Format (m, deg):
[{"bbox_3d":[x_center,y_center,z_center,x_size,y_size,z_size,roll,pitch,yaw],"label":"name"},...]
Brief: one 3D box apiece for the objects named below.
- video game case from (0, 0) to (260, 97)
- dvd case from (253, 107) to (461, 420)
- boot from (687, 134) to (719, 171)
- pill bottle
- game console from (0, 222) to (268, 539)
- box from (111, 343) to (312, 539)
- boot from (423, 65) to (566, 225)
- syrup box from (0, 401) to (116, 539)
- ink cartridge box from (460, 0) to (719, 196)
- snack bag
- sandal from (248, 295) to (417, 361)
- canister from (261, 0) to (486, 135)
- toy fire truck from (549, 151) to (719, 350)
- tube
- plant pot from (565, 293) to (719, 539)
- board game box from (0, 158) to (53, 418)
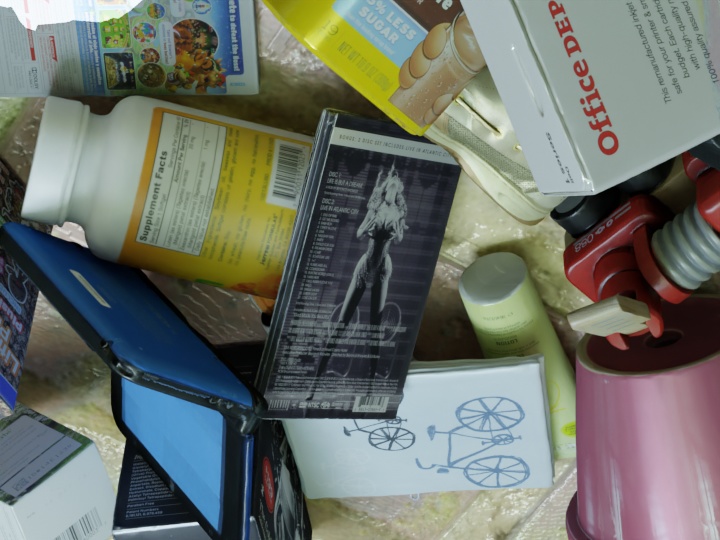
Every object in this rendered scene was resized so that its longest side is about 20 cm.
[{"bbox_3d":[-0.167,-0.175,1.458,0.198,0.018,0.144,0,128,2],"label":"video game case"},{"bbox_3d":[0.000,0.000,1.478,0.148,0.016,0.201,5,102,-53],"label":"dvd case"},{"bbox_3d":[0.219,-0.158,1.379,0.197,0.073,0.163,29,82,-10],"label":"boot"},{"bbox_3d":[-0.119,-0.052,1.493,0.199,0.111,0.112,13,128,-9],"label":"pill bottle"},{"bbox_3d":[-0.154,0.079,1.463,0.170,0.200,0.119,22,103,-41],"label":"game console"},{"bbox_3d":[-0.102,0.189,1.638,0.103,0.183,0.201,-7,129,6],"label":"box"},{"bbox_3d":[0.104,-0.136,1.446,0.155,0.073,0.200,-36,116,24],"label":"boot"},{"bbox_3d":[-0.265,0.142,1.602,0.199,0.079,0.082,19,137,43],"label":"syrup box"},{"bbox_3d":[0.171,-0.147,1.285,0.199,0.084,0.146,-26,98,-16],"label":"ink cartridge box"},{"bbox_3d":[0.039,0.115,1.631,0.198,0.022,0.189,-4,148,6],"label":"snack bag"},{"bbox_3d":[-0.004,0.066,1.615,0.079,0.059,0.207,-28,122,22],"label":"sandal"},{"bbox_3d":[0.053,-0.194,1.339,0.200,0.087,0.148,-48,131,8],"label":"canister"},{"bbox_3d":[0.202,-0.019,1.452,0.128,0.201,0.176,38,121,-25],"label":"toy fire truck"},{"bbox_3d":[0.124,0.073,1.626,0.052,0.058,0.201,-42,135,-19],"label":"tube"},{"bbox_3d":[0.230,0.124,1.582,0.199,0.200,0.180,-11,112,11],"label":"plant pot"},{"bbox_3d":[-0.307,0.026,1.505,0.159,0.201,0.097,-24,124,19],"label":"board game box"}]
